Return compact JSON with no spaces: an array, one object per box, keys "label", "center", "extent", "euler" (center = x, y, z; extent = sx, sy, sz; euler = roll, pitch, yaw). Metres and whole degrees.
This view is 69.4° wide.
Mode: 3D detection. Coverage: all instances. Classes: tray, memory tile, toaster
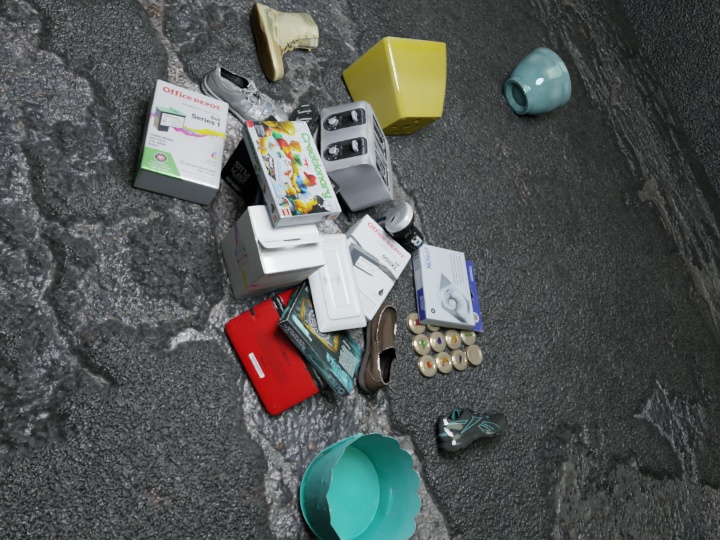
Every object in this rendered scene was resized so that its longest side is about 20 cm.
[{"label":"tray","center":[-0.051,0.018,1.037],"extent":[0.107,0.022,0.202],"euler":[-5,73,-30]},{"label":"memory tile","center":[0.204,0.167,1.247],"extent":[0.199,0.017,0.155],"euler":[-5,75,-34]},{"label":"toaster","center":[-0.007,-0.245,1.165],"extent":[0.200,0.118,0.182],"euler":[52,32,-56]}]

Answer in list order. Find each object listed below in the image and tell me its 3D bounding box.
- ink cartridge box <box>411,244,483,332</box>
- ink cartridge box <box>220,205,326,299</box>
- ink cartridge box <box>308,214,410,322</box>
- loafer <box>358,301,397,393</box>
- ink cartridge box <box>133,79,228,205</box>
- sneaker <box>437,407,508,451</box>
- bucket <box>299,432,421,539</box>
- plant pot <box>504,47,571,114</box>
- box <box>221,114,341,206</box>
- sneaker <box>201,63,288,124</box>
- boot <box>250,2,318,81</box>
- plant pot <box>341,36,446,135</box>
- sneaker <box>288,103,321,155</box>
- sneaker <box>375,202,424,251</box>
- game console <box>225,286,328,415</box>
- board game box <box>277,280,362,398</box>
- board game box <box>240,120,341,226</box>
[{"label":"ink cartridge box","center":[0.224,0.043,1.277],"extent":[0.198,0.041,0.201],"euler":[10,62,-28]},{"label":"ink cartridge box","center":[-0.163,-0.039,0.980],"extent":[0.128,0.200,0.126],"euler":[-10,78,-34]},{"label":"ink cartridge box","center":[0.000,0.000,1.139],"extent":[0.144,0.084,0.201],"euler":[42,56,-10]},{"label":"loafer","center":[0.054,0.163,1.112],"extent":[0.073,0.071,0.202],"euler":[31,61,-41]},{"label":"ink cartridge box","center":[-0.346,-0.248,1.015],"extent":[0.144,0.084,0.202],"euler":[12,66,-28]},{"label":"sneaker","center":[0.256,0.345,1.177],"extent":[0.199,0.075,0.080],"euler":[-7,74,-34]},{"label":"bucket","center":[-0.004,0.408,0.953],"extent":[0.206,0.135,0.209],"euler":[12,65,-28]},{"label":"plant pot","center":[0.542,-0.579,1.648],"extent":[0.133,0.200,0.201],"euler":[-30,89,-9]},{"label":"box","center":[-0.165,-0.181,1.055],"extent":[0.200,0.163,0.086],"euler":[46,55,-10]},{"label":"sneaker","center":[-0.242,-0.368,1.126],"extent":[0.199,0.082,0.075],"euler":[24,61,-23]},{"label":"boot","center":[-0.169,-0.540,1.243],"extent":[0.154,0.073,0.202],"euler":[-6,70,-31]},{"label":"plant pot","center":[0.099,-0.449,1.315],"extent":[0.199,0.199,0.178],"euler":[-12,90,-34]},{"label":"sneaker","center":[-0.118,-0.284,1.180],"extent":[0.073,0.079,0.202],"euler":[-7,77,4]},{"label":"sneaker","center":[0.109,-0.092,1.177],"extent":[0.112,0.200,0.073],"euler":[37,87,-13]},{"label":"game console","center":[-0.143,0.153,1.034],"extent":[0.171,0.119,0.201],"euler":[-28,87,-5]},{"label":"board game box","center":[-0.074,0.133,1.020],"extent":[0.201,0.028,0.136],"euler":[53,26,-19]},{"label":"board game box","center":[-0.126,-0.180,0.943],"extent":[0.125,0.035,0.201],"euler":[-11,71,-35]}]
